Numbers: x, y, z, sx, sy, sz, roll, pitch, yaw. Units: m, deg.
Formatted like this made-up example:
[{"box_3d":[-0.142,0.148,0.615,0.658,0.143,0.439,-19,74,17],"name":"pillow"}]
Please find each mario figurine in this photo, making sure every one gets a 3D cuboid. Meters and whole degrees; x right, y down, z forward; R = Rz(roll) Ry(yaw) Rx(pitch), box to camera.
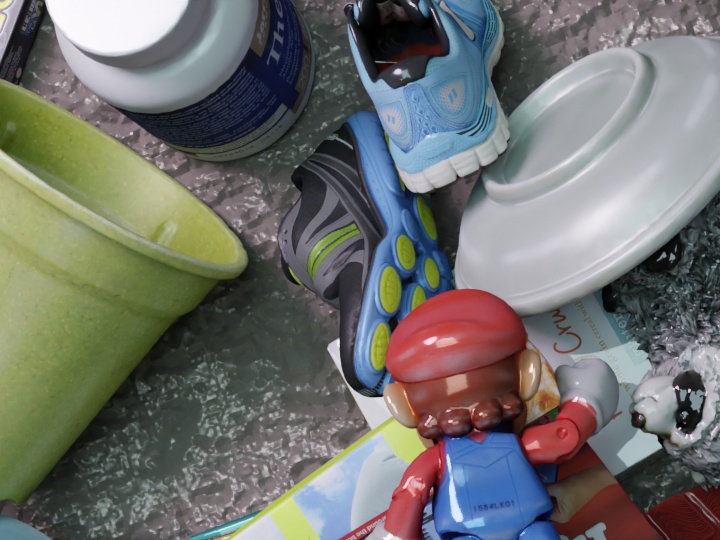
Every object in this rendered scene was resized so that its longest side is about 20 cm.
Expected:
[{"box_3d":[0.066,0.106,1.336,0.106,0.123,0.201,-37,57,48],"name":"mario figurine"}]

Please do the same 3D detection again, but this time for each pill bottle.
[{"box_3d":[-0.099,-0.132,1.459,0.110,0.200,0.112,-2,80,13],"name":"pill bottle"}]

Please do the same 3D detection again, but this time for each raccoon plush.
[{"box_3d":[0.215,0.021,1.385,0.199,0.097,0.134,-27,84,-8],"name":"raccoon plush"}]

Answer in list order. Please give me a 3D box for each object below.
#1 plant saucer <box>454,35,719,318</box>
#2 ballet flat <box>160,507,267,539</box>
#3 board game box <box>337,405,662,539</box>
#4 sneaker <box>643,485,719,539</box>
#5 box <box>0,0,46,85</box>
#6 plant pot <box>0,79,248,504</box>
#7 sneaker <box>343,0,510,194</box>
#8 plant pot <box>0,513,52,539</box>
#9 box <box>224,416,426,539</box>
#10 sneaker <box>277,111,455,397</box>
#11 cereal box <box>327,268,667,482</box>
[{"box_3d":[0.118,-0.063,1.404,0.200,0.200,0.050,-40,112,4],"name":"plant saucer"},{"box_3d":[-0.095,0.171,1.476,0.199,0.069,0.063,-15,91,12],"name":"ballet flat"},{"box_3d":[0.045,0.158,1.346,0.199,0.019,0.103,-31,62,-13],"name":"board game box"},{"box_3d":[0.134,0.191,1.415,0.200,0.116,0.078,-33,79,-30],"name":"sneaker"},{"box_3d":[-0.238,-0.168,1.585,0.110,0.035,0.201,19,85,16],"name":"box"},{"box_3d":[-0.193,0.019,1.475,0.200,0.200,0.185,36,102,17],"name":"plant pot"},{"box_3d":[0.032,-0.130,1.450,0.078,0.090,0.200,-25,33,8],"name":"sneaker"},{"box_3d":[-0.243,0.237,1.416,0.200,0.161,0.202,3,97,26],"name":"plant pot"},{"box_3d":[0.011,0.156,1.416,0.200,0.048,0.122,-36,83,1],"name":"box"},{"box_3d":[0.000,0.000,1.454,0.083,0.071,0.200,-33,38,20],"name":"sneaker"},{"box_3d":[0.101,0.053,1.461,0.199,0.040,0.144,-31,77,6],"name":"cereal box"}]
